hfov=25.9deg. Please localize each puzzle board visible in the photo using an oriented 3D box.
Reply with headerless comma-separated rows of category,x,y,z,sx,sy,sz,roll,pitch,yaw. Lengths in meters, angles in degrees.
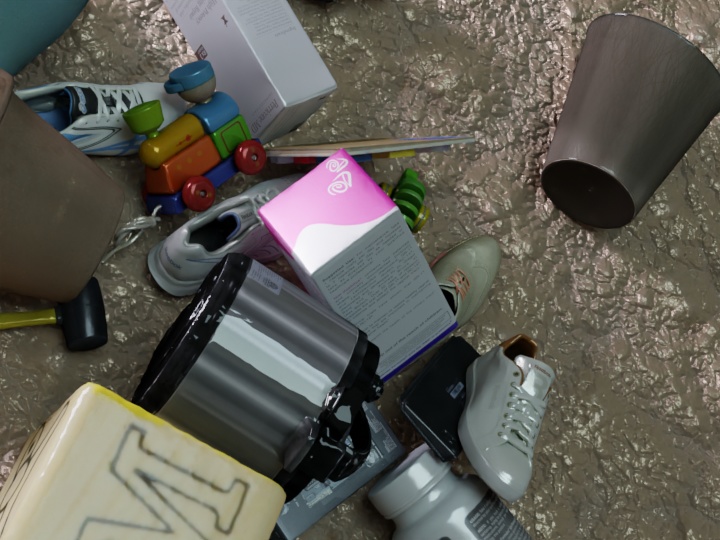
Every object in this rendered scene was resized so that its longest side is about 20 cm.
puzzle board,-0.004,-0.118,1.531,0.150,0.200,0.017,-7,97,-29

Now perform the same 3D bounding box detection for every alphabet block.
alphabet block,-0.208,0.240,1.281,0.196,0.195,0.200,32,60,-14

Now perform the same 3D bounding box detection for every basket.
basket,0.291,-0.156,1.732,0.180,0.136,0.200,34,62,-7

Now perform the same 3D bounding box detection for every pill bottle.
pill bottle,0.100,0.263,1.475,0.111,0.111,0.200,-40,91,-33

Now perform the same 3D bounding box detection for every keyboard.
keyboard,0.106,0.139,1.526,0.127,0.021,0.200,46,26,2

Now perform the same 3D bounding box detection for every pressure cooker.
pressure cooker,-0.076,0.102,1.350,0.200,0.179,0.176,33,56,-10

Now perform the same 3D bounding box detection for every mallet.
mallet,-0.321,0.055,1.392,0.200,0.041,0.066,-13,73,-26

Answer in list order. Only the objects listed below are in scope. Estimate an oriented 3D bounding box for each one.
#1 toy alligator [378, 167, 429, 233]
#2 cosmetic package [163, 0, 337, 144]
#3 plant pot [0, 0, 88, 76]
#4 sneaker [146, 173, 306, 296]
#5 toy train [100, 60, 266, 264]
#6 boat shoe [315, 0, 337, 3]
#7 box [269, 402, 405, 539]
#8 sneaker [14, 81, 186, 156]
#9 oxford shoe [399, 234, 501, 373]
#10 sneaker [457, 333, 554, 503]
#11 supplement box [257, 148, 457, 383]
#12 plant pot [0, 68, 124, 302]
toy alligator,0.028,-0.031,1.589,0.059,0.054,0.200,32,59,-12
cosmetic package,-0.117,-0.236,1.572,0.074,0.102,0.200,-26,82,-32
plant pot,-0.342,-0.269,1.426,0.200,0.200,0.188,29,72,-14
sneaker,-0.109,-0.041,1.506,0.200,0.087,0.075,-34,86,-34
toy train,-0.190,-0.106,1.469,0.200,0.085,0.116,-38,116,-33
boat shoe,-0.045,-0.314,1.666,0.199,0.069,0.057,4,87,-24
box,-0.074,0.136,1.473,0.158,0.051,0.200,-35,89,-33
sneaker,-0.251,-0.148,1.485,0.200,0.072,0.072,-12,74,-32
oxford shoe,0.092,0.028,1.586,0.071,0.074,0.200,44,57,-5
sneaker,0.143,0.129,1.477,0.073,0.085,0.200,35,28,-22
supplement box,0.000,0.000,1.442,0.103,0.200,0.101,-37,53,-4
plant pot,-0.303,-0.061,1.350,0.174,0.200,0.201,27,60,-18
